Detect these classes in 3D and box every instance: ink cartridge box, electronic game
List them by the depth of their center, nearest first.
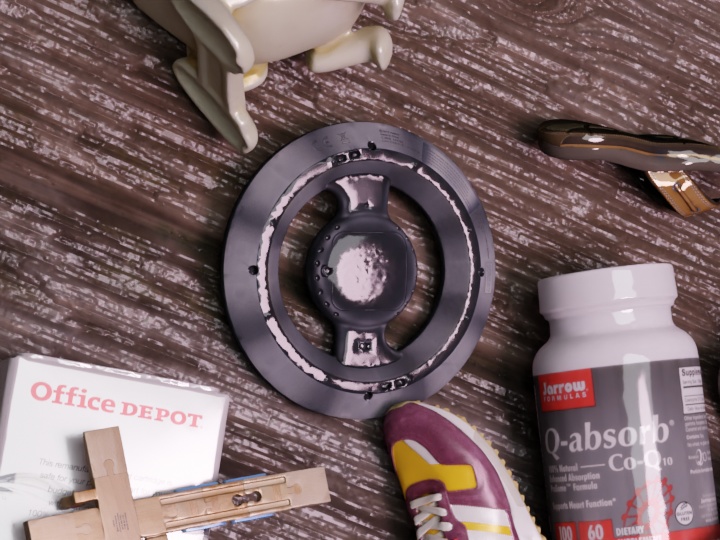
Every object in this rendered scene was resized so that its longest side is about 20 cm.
[{"bbox_3d":[-0.175,0.164,1.434,0.144,0.084,0.201,11,81,-19],"label":"ink cartridge box"},{"bbox_3d":[0.000,0.000,1.537,0.199,0.042,0.201,-1,92,-21],"label":"electronic game"}]

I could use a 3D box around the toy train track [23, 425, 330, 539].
[{"bbox_3d":[-0.114,0.150,1.399,0.199,0.033,0.115,-8,80,-28],"label":"toy train track"}]

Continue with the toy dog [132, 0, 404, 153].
[{"bbox_3d":[-0.045,-0.204,1.511,0.200,0.140,0.194,-35,59,-18],"label":"toy dog"}]

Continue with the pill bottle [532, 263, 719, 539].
[{"bbox_3d":[0.178,0.101,1.550,0.115,0.116,0.201,-5,85,-20],"label":"pill bottle"}]

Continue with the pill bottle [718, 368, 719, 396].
[{"bbox_3d":[0.360,0.063,1.621,0.199,0.112,0.113,-30,94,-20],"label":"pill bottle"}]

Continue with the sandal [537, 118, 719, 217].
[{"bbox_3d":[0.217,-0.067,1.605,0.199,0.082,0.055,7,98,-20],"label":"sandal"}]

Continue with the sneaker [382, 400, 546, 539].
[{"bbox_3d":[0.066,0.183,1.512,0.090,0.075,0.201,-37,93,-38],"label":"sneaker"}]
